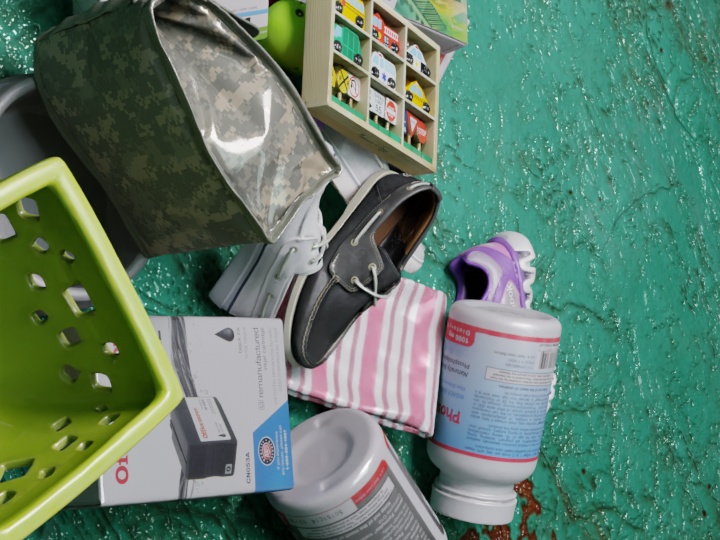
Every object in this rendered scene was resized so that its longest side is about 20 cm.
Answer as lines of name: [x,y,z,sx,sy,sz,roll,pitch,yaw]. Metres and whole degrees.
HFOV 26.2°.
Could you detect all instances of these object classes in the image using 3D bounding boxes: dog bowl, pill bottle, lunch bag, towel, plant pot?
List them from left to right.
plant pot: [-0.274,0.062,1.045,0.200,0.181,0.200,-39,110,-43]
dog bowl: [-0.238,-0.061,1.197,0.200,0.059,0.201,12,73,-44]
lunch bag: [-0.138,-0.120,1.152,0.118,0.164,0.200,-49,118,-34]
towel: [-0.002,0.059,1.411,0.199,0.030,0.147,21,63,-30]
pill bottle: [0.007,0.227,1.350,0.114,0.114,0.200,-58,131,-36]
pill bottle: [0.123,0.135,1.479,0.108,0.108,0.201,4,98,-46]

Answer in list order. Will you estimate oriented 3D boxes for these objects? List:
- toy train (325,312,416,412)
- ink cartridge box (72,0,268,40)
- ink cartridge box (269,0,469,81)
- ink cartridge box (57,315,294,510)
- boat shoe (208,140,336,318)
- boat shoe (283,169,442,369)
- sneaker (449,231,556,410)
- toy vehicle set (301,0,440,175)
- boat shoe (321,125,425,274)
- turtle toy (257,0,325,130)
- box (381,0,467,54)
toy train: [0.003,0.102,1.440,0.046,0.034,0.200,43,54,-19]
ink cartridge box: [-0.150,-0.277,1.214,0.147,0.076,0.201,-13,131,-22]
ink cartridge box: [-0.009,-0.238,1.455,0.200,0.084,0.176,48,51,-29]
ink cartridge box: [-0.155,0.111,1.231,0.199,0.083,0.146,3,80,-46]
boat shoe: [-0.056,-0.027,1.281,0.067,0.200,0.074,35,45,-2]
boat shoe: [0.000,0.000,1.348,0.200,0.067,0.072,-57,138,-16]
sneaker: [0.136,0.061,1.561,0.088,0.080,0.201,-3,80,-40]
toy vehicle set: [0.013,-0.170,1.346,0.200,0.026,0.125,24,64,-58]
boat shoe: [0.020,-0.075,1.435,0.068,0.072,0.200,-38,127,0]
turtle toy: [-0.087,-0.138,1.322,0.145,0.101,0.201,26,77,-41]
box: [0.041,-0.317,1.438,0.144,0.036,0.201,13,72,-44]
